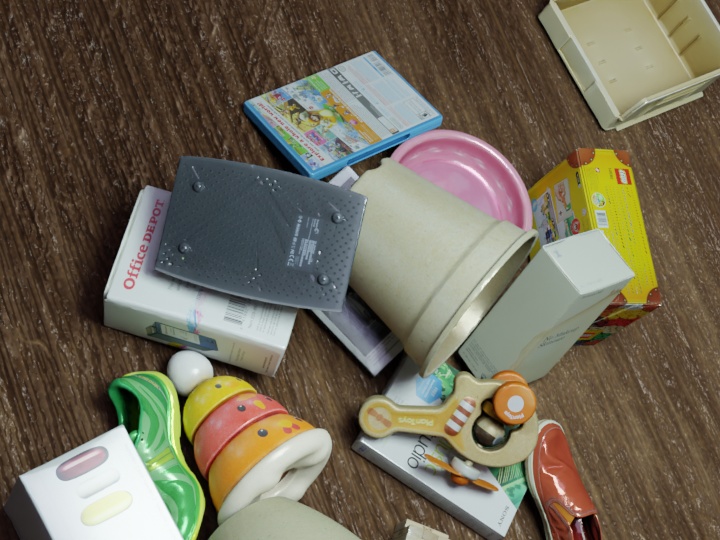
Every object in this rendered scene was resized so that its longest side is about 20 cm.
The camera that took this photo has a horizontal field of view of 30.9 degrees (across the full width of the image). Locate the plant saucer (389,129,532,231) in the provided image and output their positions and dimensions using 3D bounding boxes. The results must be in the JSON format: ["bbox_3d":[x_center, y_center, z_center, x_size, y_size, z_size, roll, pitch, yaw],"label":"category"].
[{"bbox_3d":[0.111,-0.073,1.589,0.200,0.051,0.201,7,67,-18],"label":"plant saucer"}]

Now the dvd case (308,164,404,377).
[{"bbox_3d":[0.000,0.000,1.502,0.150,0.025,0.200,-44,89,-8],"label":"dvd case"}]

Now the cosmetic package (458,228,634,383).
[{"bbox_3d":[0.208,0.050,1.477,0.103,0.200,0.073,-16,62,-39],"label":"cosmetic package"}]

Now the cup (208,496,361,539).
[{"bbox_3d":[-0.077,0.312,1.291,0.200,0.201,0.143,-22,57,-27],"label":"cup"}]

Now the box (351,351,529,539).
[{"bbox_3d":[0.107,0.195,1.486,0.200,0.036,0.145,34,61,-7],"label":"box"}]

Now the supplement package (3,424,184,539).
[{"bbox_3d":[-0.243,0.275,1.249,0.111,0.156,0.200,-26,80,-27],"label":"supplement package"}]

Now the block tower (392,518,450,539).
[{"bbox_3d":[0.041,0.366,1.380,0.058,0.054,0.200,23,62,-10],"label":"block tower"}]

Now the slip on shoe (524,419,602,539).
[{"bbox_3d":[0.237,0.266,1.473,0.074,0.061,0.201,-6,80,-41],"label":"slip on shoe"}]

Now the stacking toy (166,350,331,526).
[{"bbox_3d":[-0.141,0.161,1.369,0.146,0.146,0.200,-33,67,-29],"label":"stacking toy"}]

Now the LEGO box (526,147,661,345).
[{"bbox_3d":[0.273,-0.027,1.575,0.077,0.149,0.201,1,69,-24],"label":"LEGO box"}]

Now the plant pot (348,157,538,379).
[{"bbox_3d":[0.060,-0.017,1.415,0.183,0.201,0.200,38,60,11],"label":"plant pot"}]

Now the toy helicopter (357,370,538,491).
[{"bbox_3d":[0.095,0.176,1.429,0.199,0.079,0.133,4,97,-1],"label":"toy helicopter"}]

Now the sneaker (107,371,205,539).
[{"bbox_3d":[-0.219,0.198,1.329,0.083,0.074,0.200,8,55,-47],"label":"sneaker"}]

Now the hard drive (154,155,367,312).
[{"bbox_3d":[-0.101,-0.037,1.344,0.199,0.042,0.135,12,88,4],"label":"hard drive"}]

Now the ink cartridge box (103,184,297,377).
[{"bbox_3d":[-0.164,0.011,1.413,0.199,0.088,0.146,17,63,-5],"label":"ink cartridge box"}]

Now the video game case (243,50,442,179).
[{"bbox_3d":[-0.020,-0.190,1.577,0.200,0.018,0.143,-26,58,-28],"label":"video game case"}]

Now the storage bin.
[{"bbox_3d":[0.375,-0.314,1.765,0.198,0.094,0.200,-23,79,-27],"label":"storage bin"}]
